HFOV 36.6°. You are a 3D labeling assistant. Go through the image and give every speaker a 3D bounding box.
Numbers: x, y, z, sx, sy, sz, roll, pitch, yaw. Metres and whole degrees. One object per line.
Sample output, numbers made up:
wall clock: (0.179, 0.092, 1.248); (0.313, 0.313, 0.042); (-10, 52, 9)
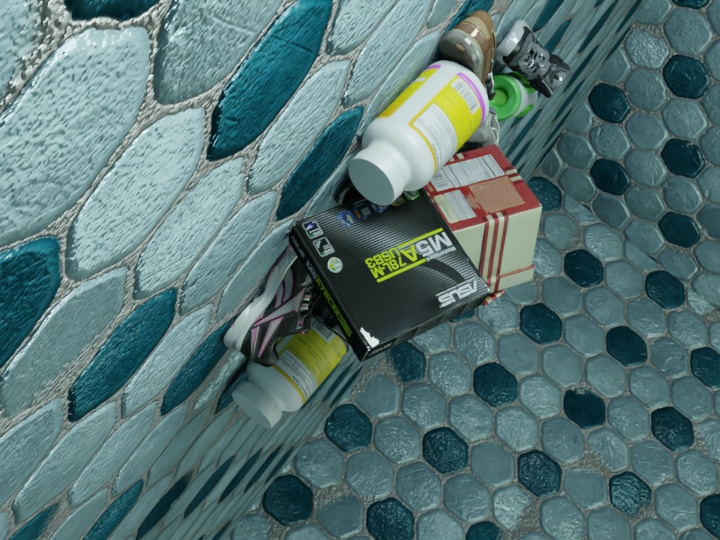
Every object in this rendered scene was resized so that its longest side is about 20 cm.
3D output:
speaker: (0.260, -0.308, 1.924); (0.089, 0.088, 0.200); (-54, 172, 19)

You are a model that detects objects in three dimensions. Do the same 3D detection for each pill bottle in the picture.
pill bottle: (-0.111, 0.152, 1.753); (0.200, 0.112, 0.113); (-48, 171, -22)
pill bottle: (0.071, -0.172, 1.385); (0.200, 0.104, 0.104); (-47, 171, -29)

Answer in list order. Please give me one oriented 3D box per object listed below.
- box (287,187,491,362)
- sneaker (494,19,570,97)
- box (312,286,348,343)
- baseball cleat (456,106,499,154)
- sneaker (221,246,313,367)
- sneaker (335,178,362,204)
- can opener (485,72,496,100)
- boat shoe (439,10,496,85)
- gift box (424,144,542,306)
box: (0.037, -0.006, 1.399); (0.199, 0.194, 0.048); (-22, 158, -26)
sneaker: (0.289, -0.348, 1.805); (0.076, 0.114, 0.200); (-53, 172, 12)
box: (0.000, 0.000, 1.653); (0.200, 0.043, 0.160); (-52, -150, -6)
baseball cleat: (0.161, -0.200, 1.755); (0.200, 0.106, 0.070); (119, -6, -60)
sneaker: (-0.093, 0.044, 1.470); (0.201, 0.086, 0.080); (-53, 174, 4)
sneaker: (0.021, -0.088, 1.525); (0.076, 0.087, 0.200); (-50, 172, -10)
can opener: (0.170, -0.263, 1.788); (0.066, 0.053, 0.200); (-11, 153, -20)
boat shoe: (0.149, -0.282, 1.460); (0.072, 0.076, 0.200); (-52, 174, -10)
gift box: (0.154, -0.064, 1.705); (0.198, 0.185, 0.188); (-13, 137, -12)
